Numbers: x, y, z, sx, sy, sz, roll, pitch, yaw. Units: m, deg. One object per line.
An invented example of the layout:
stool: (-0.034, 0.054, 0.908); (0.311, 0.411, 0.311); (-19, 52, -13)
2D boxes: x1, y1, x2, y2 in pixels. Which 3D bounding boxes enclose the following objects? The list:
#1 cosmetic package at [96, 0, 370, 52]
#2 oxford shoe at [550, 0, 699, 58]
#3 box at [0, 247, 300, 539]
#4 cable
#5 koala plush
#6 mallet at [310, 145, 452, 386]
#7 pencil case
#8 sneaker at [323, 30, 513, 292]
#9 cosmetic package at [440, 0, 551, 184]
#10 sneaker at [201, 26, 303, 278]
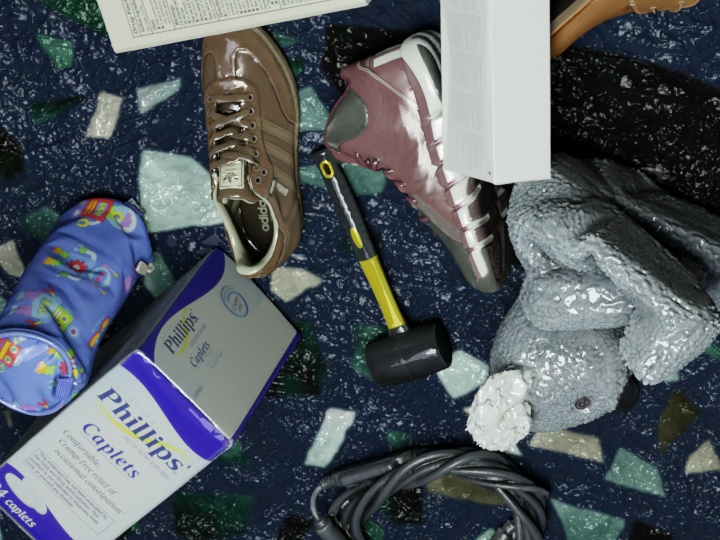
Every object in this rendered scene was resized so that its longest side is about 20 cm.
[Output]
cosmetic package: (-0.089, -0.232, 1.462); (0.199, 0.087, 0.104); (-7, 114, 18)
oxford shoe: (0.197, -0.199, 1.409); (0.200, 0.071, 0.071); (-35, 110, 28)
box: (-0.169, 0.108, 1.601); (0.105, 0.184, 0.200); (45, 119, -8)
cable: (0.066, 0.216, 1.665); (0.199, 0.051, 0.164); (-18, 110, 23)
koala plush: (0.158, 0.036, 1.490); (0.183, 0.177, 0.201); (35, 121, 10)
mallet: (0.000, 0.000, 1.586); (0.066, 0.041, 0.201); (-25, 103, 22)
pencil case: (-0.222, 0.025, 1.571); (0.086, 0.200, 0.078); (18, 129, 4)
sneaker: (0.038, -0.073, 1.522); (0.115, 0.076, 0.201); (-12, 102, 27)
cosmetic package: (0.094, -0.166, 1.415); (0.050, 0.082, 0.201); (-6, 103, -21)
sneaker: (-0.083, -0.090, 1.539); (0.070, 0.076, 0.201); (-4, 115, 18)
